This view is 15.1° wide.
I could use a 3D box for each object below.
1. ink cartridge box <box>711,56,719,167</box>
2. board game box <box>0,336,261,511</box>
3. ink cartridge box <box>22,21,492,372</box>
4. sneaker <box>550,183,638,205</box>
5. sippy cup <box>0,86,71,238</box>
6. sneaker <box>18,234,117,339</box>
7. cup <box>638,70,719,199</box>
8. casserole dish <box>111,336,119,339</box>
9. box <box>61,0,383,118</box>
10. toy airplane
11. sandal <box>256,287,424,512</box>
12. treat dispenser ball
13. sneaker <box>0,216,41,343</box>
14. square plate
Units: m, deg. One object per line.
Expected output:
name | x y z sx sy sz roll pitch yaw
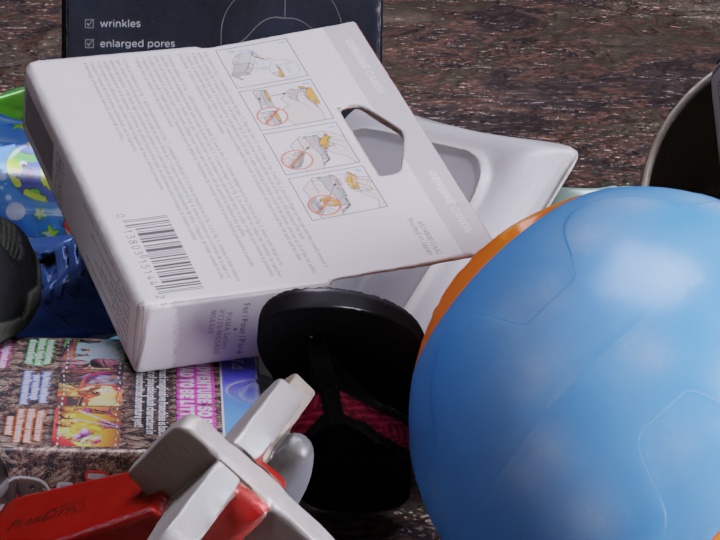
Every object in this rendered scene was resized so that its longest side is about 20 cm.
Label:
ink cartridge box | 0.300 -0.058 1.466 0.199 0.146 0.085 -5 -9 -6
board game box | -0.142 0.098 1.209 0.199 0.097 0.160 2 16 -4
ink cartridge box | -0.052 -0.040 1.305 0.175 0.045 0.200 -8 40 -20
sneaker | 0.069 0.018 1.414 0.200 0.119 0.074 -15 -20 19
sippy cup | -0.173 -0.027 1.565 0.130 0.179 0.140 2 -2 4
sneaker | -0.130 -0.008 1.383 0.199 0.111 0.077 1 60 11
cup | 0.241 -0.017 1.566 0.199 0.201 0.143 0 -9 -8
casserole dish | -0.184 0.070 1.414 0.199 0.039 0.121 -5 18 -24
box | -0.089 -0.135 1.700 0.199 0.198 0.124 0 14 -7
toy airplane | -0.081 0.124 1.031 0.200 0.141 0.199 -32 18 -5
sandal | -0.005 0.072 1.247 0.075 0.200 0.045 0 56 6
treat dispenser ball | 0.120 0.064 1.180 0.200 0.202 0.201 2 16 -1
sneaker | -0.196 -0.019 1.233 0.076 0.115 0.199 9 15 16
square plate | 0.000 0.000 1.426 0.028 0.199 0.200 40 -13 -32
